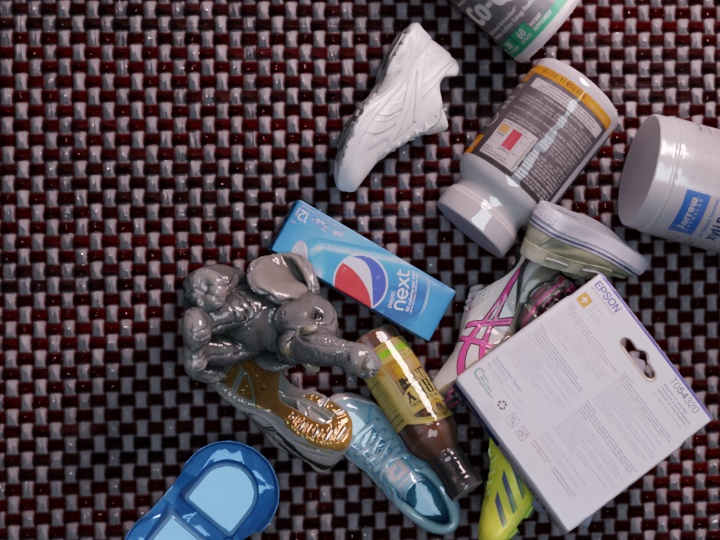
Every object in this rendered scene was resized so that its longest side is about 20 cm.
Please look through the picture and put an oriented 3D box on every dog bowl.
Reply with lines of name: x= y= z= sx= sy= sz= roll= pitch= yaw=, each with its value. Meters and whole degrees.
dog bowl: x=-0.174 y=0.273 z=1.588 sx=0.111 sy=0.050 sz=0.200 roll=41 pitch=85 yaw=-6

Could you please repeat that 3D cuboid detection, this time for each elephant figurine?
elephant figurine: x=-0.085 y=0.055 z=1.527 sx=0.198 sy=0.142 sz=0.157 roll=-1 pitch=70 yaw=-5

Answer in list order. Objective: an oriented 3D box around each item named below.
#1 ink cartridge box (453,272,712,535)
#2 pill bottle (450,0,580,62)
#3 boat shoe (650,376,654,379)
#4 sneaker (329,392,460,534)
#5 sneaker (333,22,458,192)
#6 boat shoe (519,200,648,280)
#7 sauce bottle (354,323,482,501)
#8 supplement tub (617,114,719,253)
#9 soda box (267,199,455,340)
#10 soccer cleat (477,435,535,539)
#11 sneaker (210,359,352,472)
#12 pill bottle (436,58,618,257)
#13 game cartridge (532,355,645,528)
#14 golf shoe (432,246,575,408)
ink cartridge box: x=0.232 y=0.139 z=1.541 sx=0.199 sy=0.043 sz=0.197 roll=-34 pitch=79 yaw=-11
pill bottle: x=0.138 y=-0.331 z=1.588 sx=0.200 sy=0.113 sz=0.113 roll=41 pitch=86 yaw=-5
boat shoe: x=0.280 y=0.193 z=1.595 sx=0.199 sy=0.073 sz=0.065 roll=-34 pitch=112 yaw=7
sneaker: x=0.040 y=0.209 z=1.597 sx=0.200 sy=0.082 sz=0.074 roll=42 pitch=85 yaw=-6
sneaker: x=0.044 y=-0.164 z=1.599 sx=0.099 sy=0.078 sz=0.201 roll=31 pitch=88 yaw=-10
boat shoe: x=0.239 y=-0.023 z=1.594 sx=0.199 sy=0.072 sz=0.062 roll=20 pitch=109 yaw=-44
sauce bottle: x=0.063 y=0.153 z=1.580 sx=0.064 sy=0.065 sz=0.201 roll=-33 pitch=76 yaw=-5
supplement tub: x=0.398 y=-0.086 z=1.614 sx=0.198 sy=0.132 sz=0.133 roll=13 pitch=89 yaw=-7
soda box: x=0.000 y=0.000 z=1.597 sx=0.199 sy=0.068 sz=0.065 roll=30 pitch=87 yaw=-6
soccer cleat: x=0.161 y=0.202 z=1.575 sx=0.083 sy=0.065 sz=0.201 roll=31 pitch=72 yaw=-14
sneaker: x=-0.101 y=0.149 z=1.584 sx=0.199 sy=0.088 sz=0.076 roll=36 pitch=56 yaw=16
pill bottle: x=0.179 y=-0.121 z=1.593 sx=0.116 sy=0.116 sz=0.200 roll=40 pitch=86 yaw=-6
game cartridge: x=0.227 y=0.174 z=1.644 sx=0.132 sy=0.042 sz=0.202 roll=20 pitch=88 yaw=-11
golf shoe: x=0.144 y=0.065 z=1.624 sx=0.200 sy=0.073 sz=0.092 roll=-46 pitch=61 yaw=2
